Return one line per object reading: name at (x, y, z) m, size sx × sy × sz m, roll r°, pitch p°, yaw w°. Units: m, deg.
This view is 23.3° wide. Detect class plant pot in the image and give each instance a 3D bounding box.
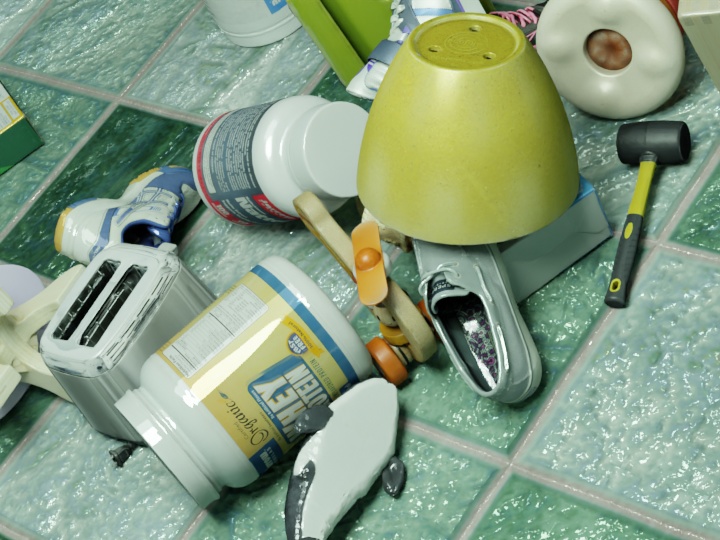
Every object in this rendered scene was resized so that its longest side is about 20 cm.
plant pot at (0.093, -0.137, 1.512) m, size 0.199 × 0.142 × 0.200 m, roll -2°, pitch 37°, yaw 1°
plant pot at (0.013, -0.318, 1.836) m, size 0.181 × 0.199 × 0.200 m, roll -31°, pitch 42°, yaw 9°

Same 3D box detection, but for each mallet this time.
mallet at (0.240, -0.055, 1.575) m, size 0.066 × 0.041 × 0.201 m, roll 7°, pitch 59°, yaw 33°

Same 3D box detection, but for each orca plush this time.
orca plush at (-0.022, 0.188, 1.500) m, size 0.105 × 0.071 × 0.201 m, roll 17°, pitch 61°, yaw -14°

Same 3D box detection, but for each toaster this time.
toaster at (-0.218, 0.070, 1.652) m, size 0.113 × 0.129 × 0.200 m, roll 11°, pitch 57°, yaw 38°

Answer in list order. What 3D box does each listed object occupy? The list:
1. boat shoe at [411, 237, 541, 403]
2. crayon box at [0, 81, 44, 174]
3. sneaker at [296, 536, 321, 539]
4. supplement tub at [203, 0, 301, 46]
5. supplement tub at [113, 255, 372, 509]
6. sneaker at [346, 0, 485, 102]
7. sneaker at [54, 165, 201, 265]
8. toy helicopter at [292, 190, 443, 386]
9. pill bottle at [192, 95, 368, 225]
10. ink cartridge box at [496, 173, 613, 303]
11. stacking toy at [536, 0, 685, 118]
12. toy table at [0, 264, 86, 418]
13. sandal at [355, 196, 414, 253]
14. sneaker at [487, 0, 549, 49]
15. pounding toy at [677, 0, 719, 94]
boat shoe at (0.089, 0.021, 1.501) m, size 0.070 × 0.071 × 0.201 m, roll -36°, pitch 69°, yaw 27°
crayon box at (-0.484, -0.136, 2.053) m, size 0.200 × 0.052 × 0.126 m, roll -36°, pitch 43°, yaw -6°
sneaker at (-0.041, 0.308, 1.371) m, size 0.082 × 0.072 × 0.201 m, roll 20°, pitch 77°, yaw -5°
supplement tub at (-0.139, -0.366, 1.958) m, size 0.131 × 0.200 × 0.132 m, roll -16°, pitch 44°, yaw 17°
supplement tub at (-0.104, 0.100, 1.547) m, size 0.200 × 0.145 × 0.145 m, roll -41°, pitch 43°, yaw -10°
sneaker at (0.038, -0.231, 1.661) m, size 0.146 × 0.081 × 0.201 m, roll -30°, pitch 86°, yaw -6°
sneaker at (-0.216, -0.044, 1.771) m, size 0.088 × 0.076 × 0.200 m, roll 27°, pitch 36°, yaw 26°
toy helicopter at (0.000, 0.000, 1.555) m, size 0.079 × 0.132 × 0.200 m, roll -37°, pitch 65°, yaw -7°
pill bottle at (-0.068, -0.108, 1.691) m, size 0.120 × 0.120 × 0.200 m, roll -54°, pitch 24°, yaw -22°
ink cartridge box at (0.131, -0.073, 1.628) m, size 0.115 × 0.068 × 0.200 m, roll -34°, pitch 43°, yaw -4°
stacking toy at (0.266, -0.253, 1.699) m, size 0.146 × 0.147 × 0.200 m, roll -1°, pitch 33°, yaw 29°
toy table at (-0.347, 0.075, 1.704) m, size 0.117 × 0.184 × 0.201 m, roll -10°, pitch 51°, yaw 45°
sandal at (0.028, -0.047, 1.622) m, size 0.069 × 0.078 × 0.212 m, roll -10°, pitch 15°, yaw -24°
sneaker at (0.149, -0.229, 1.745) m, size 0.200 × 0.096 × 0.079 m, roll -38°, pitch 41°, yaw -8°
pounding toy at (0.394, -0.264, 1.590) m, size 0.142 × 0.200 × 0.185 m, roll -2°, pitch 65°, yaw 29°
